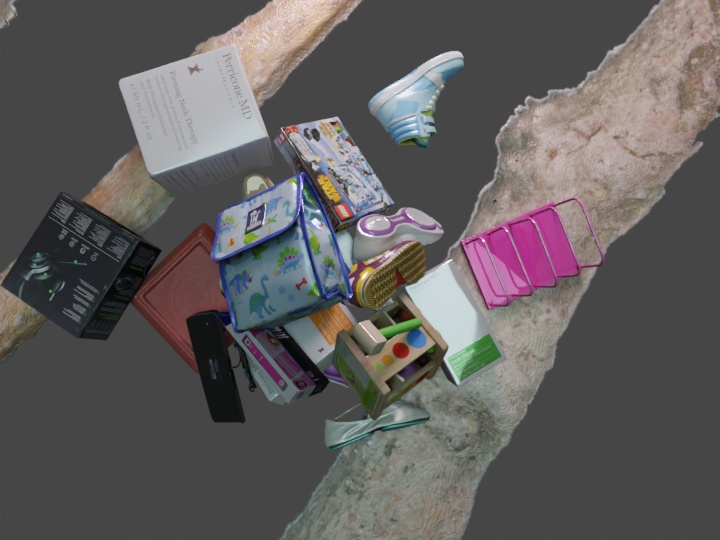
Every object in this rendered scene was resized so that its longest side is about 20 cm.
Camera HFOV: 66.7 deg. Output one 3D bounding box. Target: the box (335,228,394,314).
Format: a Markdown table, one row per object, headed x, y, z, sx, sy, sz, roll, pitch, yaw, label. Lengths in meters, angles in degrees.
| x | y | z | sx | sy | sz | roll | pitch | yaw | label |
| --- | --- | --- | --- | --- | --- | --- | --- | --- | --- |
| 0.000 | 0.000 | 1.009 | 0.041 | 0.039 | 0.201 | -34 | 89 | -7 | box |

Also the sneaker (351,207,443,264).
| x | y | z | sx | sy | sz | roll | pitch | yaw | label |
| --- | --- | --- | --- | --- | --- | --- | --- | --- | --- |
| 0.063 | -0.057 | 0.991 | 0.198 | 0.100 | 0.075 | -8 | 46 | -34 | sneaker |

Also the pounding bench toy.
| x | y | z | sx | sy | sz | roll | pitch | yaw | label |
| --- | --- | --- | --- | --- | --- | --- | --- | --- | --- |
| 0.057 | 0.119 | 0.887 | 0.155 | 0.201 | 0.125 | -30 | 65 | -23 | pounding bench toy |

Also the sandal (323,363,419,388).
| x | y | z | sx | sy | sz | roll | pitch | yaw | label |
| --- | --- | --- | --- | --- | --- | --- | --- | --- | --- |
| 0.012 | 0.187 | 0.992 | 0.199 | 0.050 | 0.084 | 6 | 86 | -2 | sandal |

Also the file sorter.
| x | y | z | sx | sy | sz | roll | pitch | yaw | label |
| --- | --- | --- | --- | --- | --- | --- | --- | --- | --- |
| 0.310 | -0.032 | 0.988 | 0.198 | 0.125 | 0.141 | -23 | 88 | -5 | file sorter |

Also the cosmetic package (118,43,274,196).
| x | y | z | sx | sy | sz | roll | pitch | yaw | label |
| --- | --- | --- | --- | --- | --- | --- | --- | --- | --- |
| -0.271 | -0.250 | 0.944 | 0.197 | 0.166 | 0.170 | -20 | 88 | -6 | cosmetic package |

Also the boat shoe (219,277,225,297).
| x | y | z | sx | sy | sz | roll | pitch | yaw | label |
| --- | --- | --- | --- | --- | --- | --- | --- | --- | --- |
| -0.141 | 0.035 | 0.946 | 0.197 | 0.061 | 0.076 | 8 | 57 | 5 | boat shoe |

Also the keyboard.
| x | y | z | sx | sy | sz | roll | pitch | yaw | label |
| --- | --- | --- | --- | --- | --- | --- | --- | --- | --- |
| -0.230 | 0.166 | 0.939 | 0.126 | 0.021 | 0.203 | -8 | 99 | 29 | keyboard |

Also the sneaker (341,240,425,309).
| x | y | z | sx | sy | sz | roll | pitch | yaw | label |
| --- | --- | --- | --- | --- | --- | --- | --- | --- | --- |
| 0.034 | 0.000 | 0.913 | 0.089 | 0.199 | 0.076 | 3 | 111 | 37 | sneaker |

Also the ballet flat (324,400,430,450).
| x | y | z | sx | sy | sz | roll | pitch | yaw | label |
| --- | --- | --- | --- | --- | --- | --- | --- | --- | --- |
| 0.026 | 0.266 | 0.985 | 0.197 | 0.069 | 0.070 | -16 | 87 | -3 | ballet flat |

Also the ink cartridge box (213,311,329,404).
| x | y | z | sx | sy | sz | roll | pitch | yaw | label |
| --- | --- | --- | --- | --- | --- | --- | --- | --- | --- |
| -0.143 | 0.125 | 0.884 | 0.200 | 0.094 | 0.037 | 43 | 107 | 20 | ink cartridge box |

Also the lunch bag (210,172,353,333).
| x | y | z | sx | sy | sz | roll | pitch | yaw | label |
| --- | --- | --- | --- | --- | --- | --- | --- | --- | --- |
| -0.126 | -0.026 | 0.830 | 0.168 | 0.127 | 0.203 | -21 | 78 | 21 | lunch bag |

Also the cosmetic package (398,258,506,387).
| x | y | z | sx | sy | sz | roll | pitch | yaw | label |
| --- | --- | --- | --- | --- | --- | --- | --- | --- | --- |
| 0.163 | 0.093 | 0.991 | 0.107 | 0.085 | 0.202 | -30 | 90 | -4 | cosmetic package |

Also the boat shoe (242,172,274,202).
| x | y | z | sx | sy | sz | roll | pitch | yaw | label |
| --- | --- | --- | --- | --- | --- | --- | --- | --- | --- |
| -0.167 | -0.086 | 0.988 | 0.073 | 0.069 | 0.203 | -18 | 88 | -5 | boat shoe |

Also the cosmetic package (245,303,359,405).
| x | y | z | sx | sy | sz | roll | pitch | yaw | label |
| --- | --- | --- | --- | --- | --- | --- | --- | --- | --- |
| -0.098 | 0.132 | 0.965 | 0.199 | 0.071 | 0.102 | -39 | 70 | -4 | cosmetic package |

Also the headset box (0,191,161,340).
| x | y | z | sx | sy | sz | roll | pitch | yaw | label |
| --- | --- | --- | --- | --- | --- | --- | --- | --- | --- |
| -0.477 | 0.001 | 0.938 | 0.173 | 0.093 | 0.202 | 29 | 84 | 9 | headset box |

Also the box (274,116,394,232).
| x | y | z | sx | sy | sz | roll | pitch | yaw | label |
| --- | --- | --- | --- | --- | --- | --- | --- | --- | --- |
| -0.046 | -0.173 | 0.968 | 0.136 | 0.040 | 0.201 | -23 | 76 | -40 | box |

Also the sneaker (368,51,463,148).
| x | y | z | sx | sy | sz | roll | pitch | yaw | label |
| --- | --- | --- | --- | --- | --- | --- | --- | --- | --- |
| 0.127 | -0.306 | 1.019 | 0.198 | 0.080 | 0.132 | -31 | 87 | 5 | sneaker |

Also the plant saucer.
| x | y | z | sx | sy | sz | roll | pitch | yaw | label |
| --- | --- | --- | --- | --- | --- | --- | --- | --- | --- |
| -0.291 | 0.049 | 0.989 | 0.200 | 0.037 | 0.200 | -44 | 89 | -5 | plant saucer |
